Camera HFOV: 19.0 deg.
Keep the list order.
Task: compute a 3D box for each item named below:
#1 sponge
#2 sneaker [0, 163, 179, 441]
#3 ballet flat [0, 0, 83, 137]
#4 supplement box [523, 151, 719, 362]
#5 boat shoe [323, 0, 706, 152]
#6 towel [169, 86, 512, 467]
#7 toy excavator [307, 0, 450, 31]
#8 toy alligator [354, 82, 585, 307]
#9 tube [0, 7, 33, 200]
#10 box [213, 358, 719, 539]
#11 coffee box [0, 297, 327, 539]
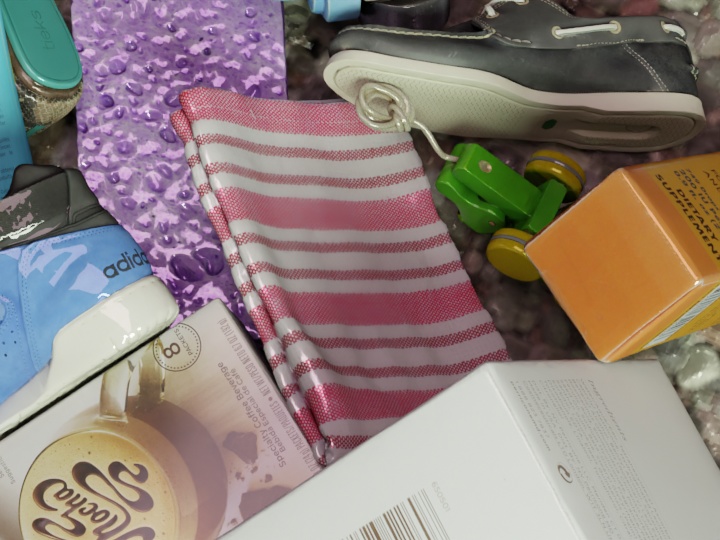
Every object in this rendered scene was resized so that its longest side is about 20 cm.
[{"bbox_3d":[-0.089,-0.055,1.095,0.111,0.030,0.201,-4,73,-1],"label":"sponge"},{"bbox_3d":[-0.191,0.029,0.993,0.200,0.077,0.111,-35,86,14],"label":"sneaker"},{"bbox_3d":[-0.196,-0.158,1.110,0.068,0.075,0.201,1,65,-42],"label":"ballet flat"},{"bbox_3d":[0.159,-0.014,0.996,0.069,0.200,0.067,-42,75,28],"label":"supplement box"},{"bbox_3d":[0.076,-0.104,1.075,0.199,0.072,0.068,4,73,-18],"label":"boat shoe"},{"bbox_3d":[0.000,0.000,1.026,0.146,0.030,0.201,-2,61,-46],"label":"towel"},{"bbox_3d":[-0.065,-0.201,1.096,0.199,0.100,0.195,-8,45,-7],"label":"toy excavator"},{"bbox_3d":[0.076,-0.027,1.058,0.200,0.054,0.059,32,66,-8],"label":"toy alligator"},{"bbox_3d":[-0.189,-0.048,1.046,0.077,0.050,0.201,-15,95,2],"label":"tube"},{"bbox_3d":[0.061,0.120,0.925,0.152,0.200,0.107,-35,72,23],"label":"box"},{"bbox_3d":[-0.114,0.118,1.000,0.200,0.080,0.113,-34,77,-1],"label":"coffee box"}]
